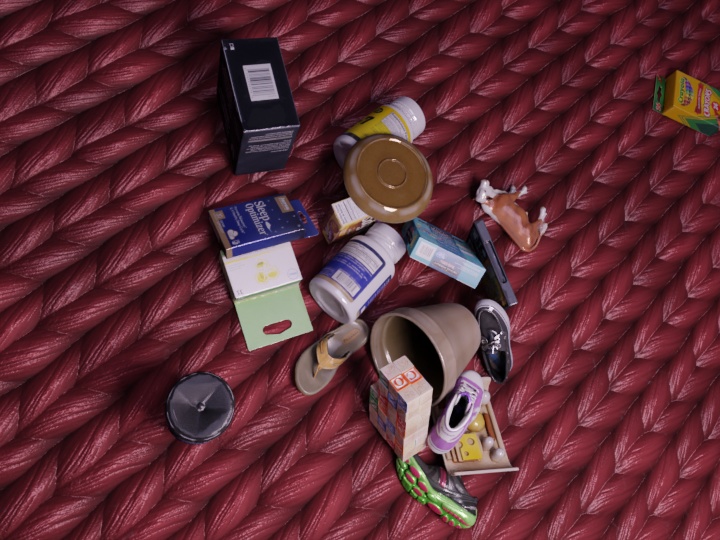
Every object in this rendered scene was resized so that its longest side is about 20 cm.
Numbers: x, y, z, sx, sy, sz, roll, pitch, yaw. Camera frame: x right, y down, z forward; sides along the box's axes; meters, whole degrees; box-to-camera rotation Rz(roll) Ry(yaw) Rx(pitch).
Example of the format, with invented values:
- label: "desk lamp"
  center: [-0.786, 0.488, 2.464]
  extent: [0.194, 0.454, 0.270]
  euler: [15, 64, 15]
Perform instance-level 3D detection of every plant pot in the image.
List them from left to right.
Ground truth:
- label: "plant pot"
  center: [0.062, -0.196, 1.283]
  extent: [0.198, 0.027, 0.202]
  euler: [5, 72, -16]
- label: "plant pot"
  center: [0.148, 0.149, 1.259]
  extent: [0.173, 0.200, 0.201]
  euler: [-23, 82, -38]

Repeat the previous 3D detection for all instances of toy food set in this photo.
- label: "toy food set"
  center: [0.228, 0.314, 1.266]
  extent: [0.142, 0.061, 0.202]
  euler: [1, 53, -18]

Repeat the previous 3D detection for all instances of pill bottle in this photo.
- label: "pill bottle"
  center: [-0.280, 0.242, 1.074]
  extent: [0.111, 0.200, 0.113]
  euler: [5, 72, -16]
- label: "pill bottle"
  center: [0.000, 0.000, 1.280]
  extent: [0.120, 0.120, 0.200]
  euler: [44, 66, -1]
- label: "pill bottle"
  center: [0.045, -0.295, 1.385]
  extent: [0.200, 0.114, 0.115]
  euler: [-41, 89, -24]

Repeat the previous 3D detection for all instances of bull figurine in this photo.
- label: "bull figurine"
  center: [0.355, -0.139, 1.463]
  extent: [0.121, 0.065, 0.201]
  euler: [-36, 88, -20]

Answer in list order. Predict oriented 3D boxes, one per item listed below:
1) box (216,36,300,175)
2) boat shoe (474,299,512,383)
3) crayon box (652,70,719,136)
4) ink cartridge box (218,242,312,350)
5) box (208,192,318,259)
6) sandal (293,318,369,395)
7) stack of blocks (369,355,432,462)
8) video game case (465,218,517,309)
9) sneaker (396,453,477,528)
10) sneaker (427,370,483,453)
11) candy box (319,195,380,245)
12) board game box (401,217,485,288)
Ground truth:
- label: "box"
  center: [-0.213, -0.328, 1.265]
  extent: [0.116, 0.200, 0.199]
  euler: [-11, 78, -19]
- label: "boat shoe"
  center: [0.276, 0.154, 1.301]
  extent: [0.069, 0.202, 0.066]
  euler: [-1, 36, 22]
- label: "crayon box"
  center: [0.923, -0.475, 1.754]
  extent: [0.198, 0.051, 0.128]
  euler: [19, 70, -11]
- label: "ink cartridge box"
  center: [-0.185, 0.041, 1.249]
  extent: [0.144, 0.048, 0.202]
  euler: [-16, 77, -22]
- label: "box"
  center: [-0.195, -0.097, 1.267]
  extent: [0.198, 0.033, 0.122]
  euler: [-16, 51, -22]
- label: "sandal"
  center: [-0.055, 0.164, 1.249]
  extent: [0.200, 0.054, 0.081]
  euler: [-40, 89, -24]
- label: "stack of blocks"
  center: [0.072, 0.252, 1.169]
  extent: [0.058, 0.201, 0.115]
  euler: [-25, 50, -23]
- label: "video game case"
  center: [0.276, -0.003, 1.330]
  extent: [0.025, 0.200, 0.182]
  euler: [-21, 80, 1]
- label: "sneaker"
  center: [0.151, 0.422, 1.238]
  extent: [0.200, 0.077, 0.084]
  euler: [44, 44, -1]
- label: "sneaker"
  center: [0.203, 0.251, 1.202]
  extent: [0.072, 0.115, 0.201]
  euler: [27, 46, 9]
- label: "candy box"
  center: [0.020, -0.129, 1.327]
  extent: [0.198, 0.117, 0.057]
  euler: [-23, 81, -22]
- label: "board game box"
  center: [0.168, -0.044, 1.312]
  extent: [0.150, 0.200, 0.047]
  euler: [26, 105, -9]
